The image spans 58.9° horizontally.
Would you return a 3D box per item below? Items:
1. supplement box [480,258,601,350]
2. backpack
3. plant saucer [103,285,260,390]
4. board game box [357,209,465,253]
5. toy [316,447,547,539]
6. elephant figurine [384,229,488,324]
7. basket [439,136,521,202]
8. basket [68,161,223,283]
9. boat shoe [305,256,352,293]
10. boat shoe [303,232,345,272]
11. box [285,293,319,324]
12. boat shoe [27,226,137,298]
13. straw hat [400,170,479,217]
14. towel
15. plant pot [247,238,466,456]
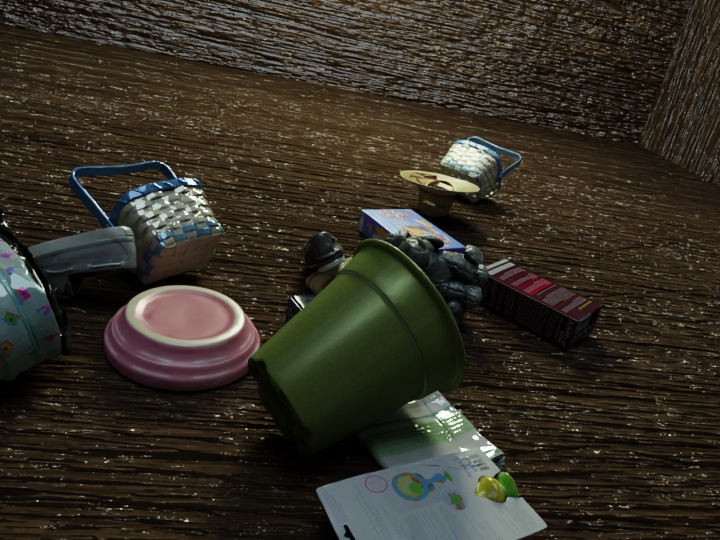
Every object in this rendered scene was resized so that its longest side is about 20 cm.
[{"bbox_3d":[0.305,0.055,1.120,0.198,0.062,0.108,29,30,34],"label":"supplement box"},{"bbox_3d":[-0.411,0.039,0.711,0.126,0.169,0.199,-32,50,-32],"label":"backpack"},{"bbox_3d":[-0.226,0.076,0.823,0.196,0.052,0.201,11,25,-5],"label":"plant saucer"},{"bbox_3d":[0.101,-0.066,1.297,0.132,0.046,0.200,-4,29,-32],"label":"board game box"},{"bbox_3d":[0.066,0.241,0.614,0.196,0.048,0.115,-8,31,-26],"label":"toy"},{"bbox_3d":[0.098,-0.010,1.035,0.197,0.156,0.143,23,42,-17],"label":"elephant figurine"},{"bbox_3d":[0.317,-0.287,1.741,0.175,0.140,0.200,31,60,35],"label":"basket"},{"bbox_3d":[-0.324,-0.087,0.975,0.175,0.139,0.201,-19,68,-51],"label":"basket"},{"bbox_3d":[0.000,0.000,1.071,0.198,0.075,0.062,-15,29,-41],"label":"boat shoe"},{"bbox_3d":[-0.063,-0.038,1.056,0.066,0.058,0.200,-24,8,-7],"label":"boat shoe"},{"bbox_3d":[0.012,0.086,0.918,0.197,0.052,0.158,-4,30,-33],"label":"box"},{"bbox_3d":[-0.398,-0.001,0.860,0.197,0.073,0.070,-16,-5,1],"label":"boat shoe"},{"bbox_3d":[0.180,-0.173,1.519,0.197,0.087,0.202,10,19,-3],"label":"straw hat"},{"bbox_3d":[0.061,0.181,0.766,0.147,0.031,0.200,-3,29,-33],"label":"towel"},{"bbox_3d":[-0.017,0.100,0.710,0.189,0.203,0.199,-33,44,-23],"label":"plant pot"}]
